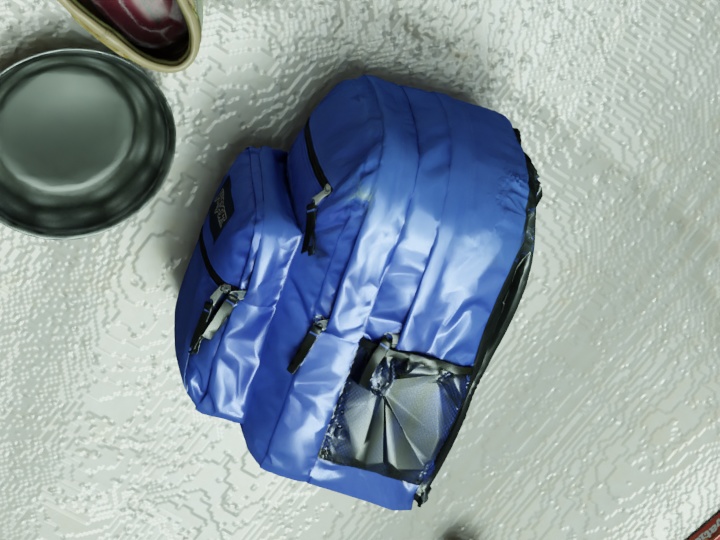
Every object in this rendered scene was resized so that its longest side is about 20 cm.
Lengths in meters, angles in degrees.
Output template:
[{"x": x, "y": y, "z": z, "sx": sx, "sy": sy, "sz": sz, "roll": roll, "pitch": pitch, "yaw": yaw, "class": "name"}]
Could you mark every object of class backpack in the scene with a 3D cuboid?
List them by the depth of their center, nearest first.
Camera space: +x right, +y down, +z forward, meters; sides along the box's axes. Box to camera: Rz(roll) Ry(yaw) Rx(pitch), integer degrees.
[{"x": 0.000, "y": 0.000, "z": 1.450, "sx": 0.167, "sy": 0.163, "sz": 0.200, "roll": 17, "pitch": 114, "yaw": -20, "class": "backpack"}]

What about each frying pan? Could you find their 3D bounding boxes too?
[{"x": -0.171, "y": -0.038, "z": 1.456, "sx": 0.115, "sy": 0.031, "sz": 0.190, "roll": 17, "pitch": 117, "yaw": -23, "class": "frying pan"}]

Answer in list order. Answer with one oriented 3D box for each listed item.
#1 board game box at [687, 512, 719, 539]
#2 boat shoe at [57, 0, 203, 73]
[{"x": 0.273, "y": 0.224, "z": 1.739, "sx": 0.103, "sy": 0.019, "sz": 0.200, "roll": -42, "pitch": 121, "yaw": 11, "class": "board game box"}, {"x": -0.142, "y": -0.177, "z": 1.363, "sx": 0.074, "sy": 0.066, "sz": 0.200, "roll": -41, "pitch": 121, "yaw": 9, "class": "boat shoe"}]
